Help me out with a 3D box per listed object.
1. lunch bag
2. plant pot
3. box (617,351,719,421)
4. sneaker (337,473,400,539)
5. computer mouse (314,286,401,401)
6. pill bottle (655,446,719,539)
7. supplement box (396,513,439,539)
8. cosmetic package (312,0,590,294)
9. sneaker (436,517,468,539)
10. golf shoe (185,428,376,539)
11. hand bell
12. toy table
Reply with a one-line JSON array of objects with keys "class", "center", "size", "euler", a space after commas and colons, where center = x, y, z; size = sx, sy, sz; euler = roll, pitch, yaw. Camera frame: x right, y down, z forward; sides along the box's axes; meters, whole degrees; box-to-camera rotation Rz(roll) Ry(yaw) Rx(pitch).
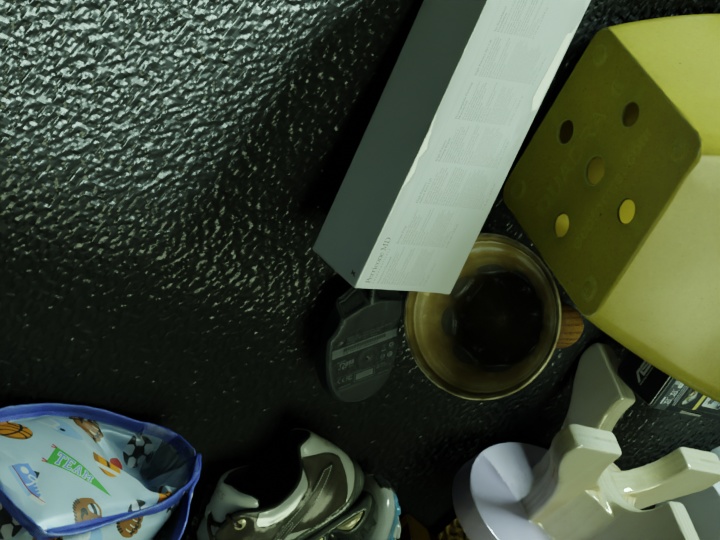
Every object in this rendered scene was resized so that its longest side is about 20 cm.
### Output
[{"class": "lunch bag", "center": [-0.193, 0.172, 1.222], "size": [0.170, 0.124, 0.200], "euler": [-54, 159, 18]}, {"class": "plant pot", "center": [0.211, -0.045, 1.292], "size": [0.176, 0.200, 0.200], "euler": [11, 122, -34]}, {"class": "box", "center": [0.298, 0.020, 1.506], "size": [0.161, 0.049, 0.200], "euler": [13, 116, -44]}, {"class": "sneaker", "center": [-0.053, 0.217, 1.436], "size": [0.087, 0.075, 0.200], "euler": [35, 97, -36]}, {"class": "computer mouse", "center": [0.000, 0.000, 1.285], "size": [0.059, 0.034, 0.200], "euler": [-16, 132, -30]}, {"class": "pill bottle", "center": [0.342, 0.195, 1.722], "size": [0.200, 0.112, 0.112], "euler": [-3, 131, -39]}, {"class": "supplement box", "center": [0.068, 0.309, 1.447], "size": [0.200, 0.197, 0.133], "euler": [40, 98, -10]}, {"class": "cosmetic package", "center": [0.050, -0.085, 1.196], "size": [0.082, 0.051, 0.200], "euler": [4, 119, -46]}, {"class": "sneaker", "center": [0.076, 0.248, 1.591], "size": [0.200, 0.075, 0.090], "euler": [-46, 162, 8]}, {"class": "golf shoe", "center": [-0.090, 0.177, 1.369], "size": [0.200, 0.078, 0.095], "euler": [-38, 127, -5]}, {"class": "hand bell", "center": [0.112, 0.036, 1.376], "size": [0.104, 0.104, 0.200], "euler": [-48, 161, 12]}, {"class": "toy table", "center": [0.170, 0.159, 1.498], "size": [0.117, 0.184, 0.200], "euler": [-39, 158, 29]}]
